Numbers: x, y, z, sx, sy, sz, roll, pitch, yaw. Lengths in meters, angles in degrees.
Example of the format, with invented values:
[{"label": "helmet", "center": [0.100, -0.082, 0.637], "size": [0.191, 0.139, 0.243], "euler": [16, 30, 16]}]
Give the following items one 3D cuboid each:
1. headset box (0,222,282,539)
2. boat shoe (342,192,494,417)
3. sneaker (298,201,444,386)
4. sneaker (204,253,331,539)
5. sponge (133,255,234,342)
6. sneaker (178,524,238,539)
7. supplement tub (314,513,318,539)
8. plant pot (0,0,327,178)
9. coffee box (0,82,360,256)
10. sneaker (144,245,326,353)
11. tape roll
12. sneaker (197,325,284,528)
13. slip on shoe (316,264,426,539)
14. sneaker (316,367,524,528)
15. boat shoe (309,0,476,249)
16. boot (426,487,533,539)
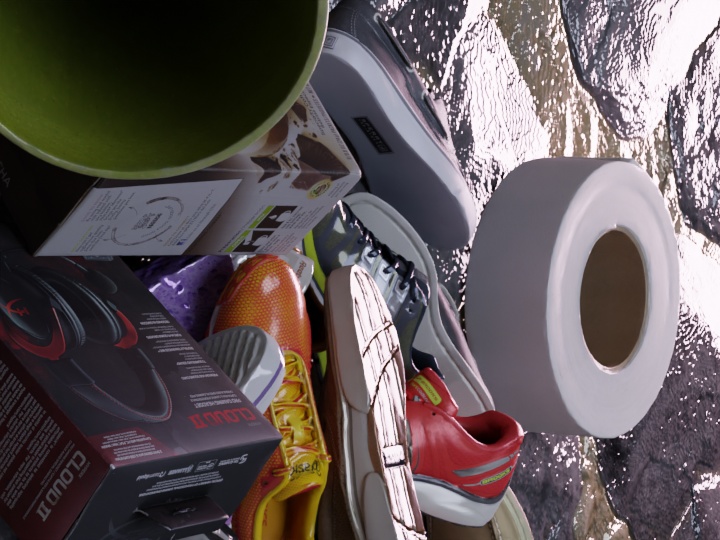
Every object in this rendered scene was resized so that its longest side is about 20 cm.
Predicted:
[{"label": "headset box", "center": [-0.148, 0.067, 1.486], "size": [0.149, 0.200, 0.075], "euler": [-5, 136, -55]}, {"label": "boat shoe", "center": [0.030, 0.032, 1.870], "size": [0.200, 0.074, 0.060], "euler": [58, 4, -19]}, {"label": "sneaker", "center": [0.000, 0.000, 1.788], "size": [0.074, 0.081, 0.200], "euler": [-100, 177, -60]}, {"label": "sneaker", "center": [-0.045, 0.086, 1.644], "size": [0.073, 0.077, 0.200], "euler": [-18, 116, -36]}, {"label": "sponge", "center": [-0.106, 0.091, 1.662], "size": [0.111, 0.030, 0.200], "euler": [-31, 123, -30]}, {"label": "sneaker", "center": [-0.064, 0.206, 1.595], "size": [0.083, 0.081, 0.200], "euler": [-45, 127, 5]}, {"label": "supplement tub", "center": [-0.041, 0.242, 1.726], "size": [0.200, 0.122, 0.123], "euler": [-49, 131, -43]}, {"label": "plant pot", "center": [-0.116, -0.175, 1.450], "size": [0.200, 0.187, 0.187], "euler": [-99, 171, -60]}, {"label": "coffee box", "center": [-0.110, -0.074, 1.571], "size": [0.200, 0.080, 0.113], "euler": [-2, 54, -49]}, {"label": "sneaker", "center": [-0.075, -0.020, 1.690], "size": [0.200, 0.085, 0.073], "euler": [51, 53, -41]}, {"label": "tape roll", "center": [0.155, 0.018, 2.046], "size": [0.202, 0.071, 0.203], "euler": [-6, 98, -55]}, {"label": "sneaker", "center": [-0.090, 0.125, 1.612], "size": [0.114, 0.073, 0.201], "euler": [33, 106, -33]}, {"label": "slip on shoe", "center": [-0.006, 0.098, 1.693], "size": [0.076, 0.060, 0.200], "euler": [3, 75, -69]}, {"label": "sneaker", "center": [0.017, 0.096, 1.778], "size": [0.200, 0.077, 0.085], "euler": [16, 107, -36]}, {"label": "boat shoe", "center": [0.027, -0.098, 1.856], "size": [0.200, 0.070, 0.066], "euler": [52, 52, -35]}, {"label": "boot", "center": [0.052, 0.237, 1.914], "size": [0.155, 0.072, 0.200], "euler": [-33, 119, -48]}]
